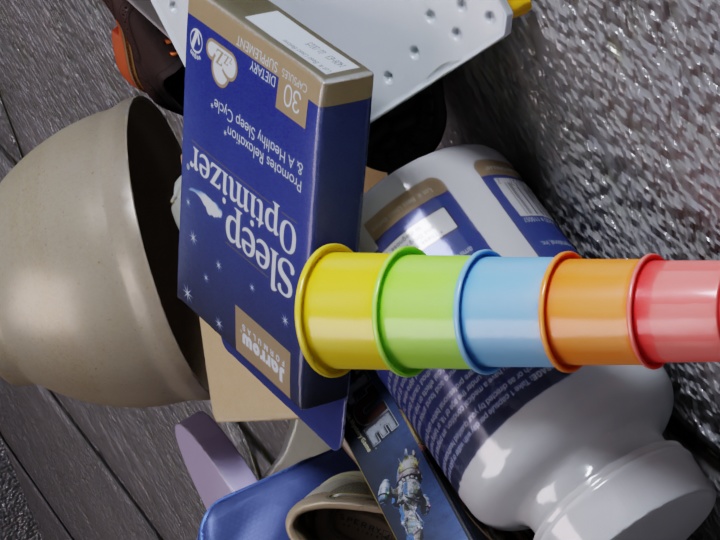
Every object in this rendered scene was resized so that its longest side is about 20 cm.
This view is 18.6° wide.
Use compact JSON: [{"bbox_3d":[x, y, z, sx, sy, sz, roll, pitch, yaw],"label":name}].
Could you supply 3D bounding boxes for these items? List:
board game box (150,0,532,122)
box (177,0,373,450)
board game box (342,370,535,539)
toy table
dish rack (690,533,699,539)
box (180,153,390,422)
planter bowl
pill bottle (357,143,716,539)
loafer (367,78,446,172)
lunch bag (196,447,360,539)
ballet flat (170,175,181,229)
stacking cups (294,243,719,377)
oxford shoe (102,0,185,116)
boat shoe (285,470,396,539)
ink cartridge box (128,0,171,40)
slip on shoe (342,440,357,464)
[{"bbox_3d":[-0.032,-0.162,1.020,0.200,0.026,0.201,-29,88,47],"label":"board game box"},{"bbox_3d":[-0.044,-0.021,1.035,0.121,0.032,0.201,38,134,46],"label":"box"},{"bbox_3d":[0.058,0.133,1.068,0.135,0.035,0.200,39,-162,-50],"label":"board game box"},{"bbox_3d":[-0.028,0.167,1.509,0.201,0.117,0.184,64,163,-7],"label":"toy table"},{"bbox_3d":[0.170,0.197,1.041,0.200,0.054,0.154,43,156,63],"label":"dish rack"},{"bbox_3d":[-0.032,0.003,1.237,0.199,0.021,0.165,-5,91,53],"label":"box"},{"bbox_3d":[-0.177,0.001,1.420,0.200,0.134,0.201,-14,-90,-81],"label":"planter bowl"},{"bbox_3d":[0.074,0.048,1.017,0.200,0.111,0.111,55,162,25],"label":"pill bottle"},{"bbox_3d":[-0.016,-0.141,1.101,0.201,0.073,0.071,58,-161,4],"label":"loafer"},{"bbox_3d":[-0.011,0.183,1.332,0.136,0.199,0.133,58,161,22],"label":"lunch bag"},{"bbox_3d":[-0.083,-0.035,1.388,0.073,0.073,0.200,58,173,15],"label":"ballet flat"},{"bbox_3d":[0.071,0.020,0.925,0.199,0.061,0.061,1,125,31],"label":"stacking cups"},{"bbox_3d":[-0.124,-0.171,1.381,0.073,0.071,0.200,43,164,29],"label":"oxford shoe"},{"bbox_3d":[0.055,0.161,1.178,0.199,0.065,0.073,18,101,19],"label":"boat shoe"},{"bbox_3d":[-0.147,-0.244,1.206,0.200,0.083,0.145,55,-172,25],"label":"ink cartridge box"},{"bbox_3d":[0.044,0.117,1.264,0.200,0.076,0.061,43,149,16],"label":"slip on shoe"}]
